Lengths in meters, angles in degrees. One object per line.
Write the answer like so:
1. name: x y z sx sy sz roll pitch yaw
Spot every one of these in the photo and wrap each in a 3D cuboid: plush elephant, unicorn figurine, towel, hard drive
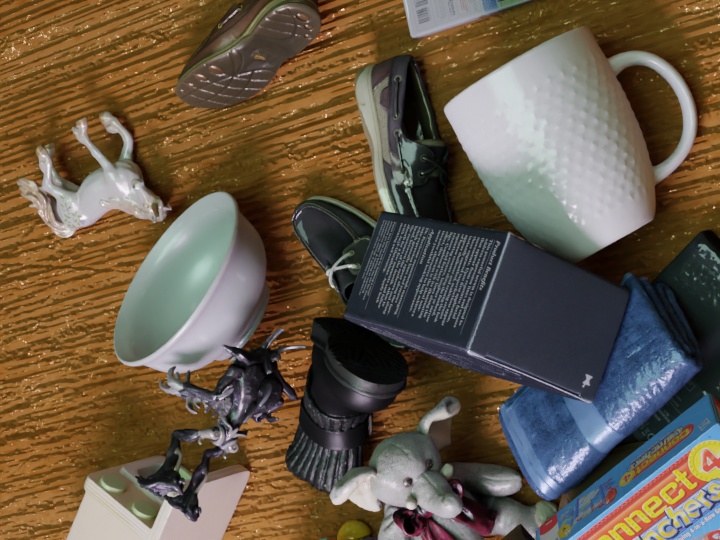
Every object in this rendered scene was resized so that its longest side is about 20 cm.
1. plush elephant: 0.066 0.212 1.604 0.165 0.155 0.200 -44 52 -12
2. unicorn figurine: -0.276 -0.094 1.851 0.199 0.074 0.138 -27 90 45
3. towel: 0.207 0.103 1.519 0.200 0.048 0.112 -47 44 25
4. hard drive: 0.286 0.083 1.537 0.140 0.033 0.200 50 118 18

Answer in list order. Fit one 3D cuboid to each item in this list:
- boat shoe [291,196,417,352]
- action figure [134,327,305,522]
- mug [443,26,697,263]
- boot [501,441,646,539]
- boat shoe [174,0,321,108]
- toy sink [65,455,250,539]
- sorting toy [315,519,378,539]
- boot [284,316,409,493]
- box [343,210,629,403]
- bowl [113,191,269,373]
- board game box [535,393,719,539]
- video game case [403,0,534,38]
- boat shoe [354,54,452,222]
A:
1. boat shoe: 0.000 0.000 1.687 0.200 0.067 0.072 47 118 21
2. action figure: -0.141 0.135 1.677 0.102 0.119 0.201 28 80 42
3. mug: 0.200 -0.113 1.519 0.199 0.148 0.176 -29 88 0
4. boot: 0.231 0.257 1.552 0.200 0.074 0.155 -39 106 17
5. boat shoe: -0.112 -0.231 1.738 0.200 0.072 0.068 -33 44 38
6. toy sink: -0.225 0.270 1.817 0.112 0.130 0.201 34 112 24
7. sorting toy: -0.014 0.311 1.654 0.199 0.180 0.108 16 94 30
8. boot: -0.015 0.143 1.656 0.079 0.211 0.159 10 99 -10
9. box: 0.107 0.030 1.520 0.199 0.148 0.108 14 81 56
10. bowl: -0.155 0.028 1.747 0.201 0.090 0.202 -40 30 28
11. board game box: 0.286 0.239 1.470 0.200 0.056 0.196 -42 105 18
12. video game case: 0.119 -0.312 1.608 0.199 0.018 0.144 -14 87 32
13. boat shoe: 0.052 -0.109 1.641 0.065 0.072 0.201 -24 76 36
